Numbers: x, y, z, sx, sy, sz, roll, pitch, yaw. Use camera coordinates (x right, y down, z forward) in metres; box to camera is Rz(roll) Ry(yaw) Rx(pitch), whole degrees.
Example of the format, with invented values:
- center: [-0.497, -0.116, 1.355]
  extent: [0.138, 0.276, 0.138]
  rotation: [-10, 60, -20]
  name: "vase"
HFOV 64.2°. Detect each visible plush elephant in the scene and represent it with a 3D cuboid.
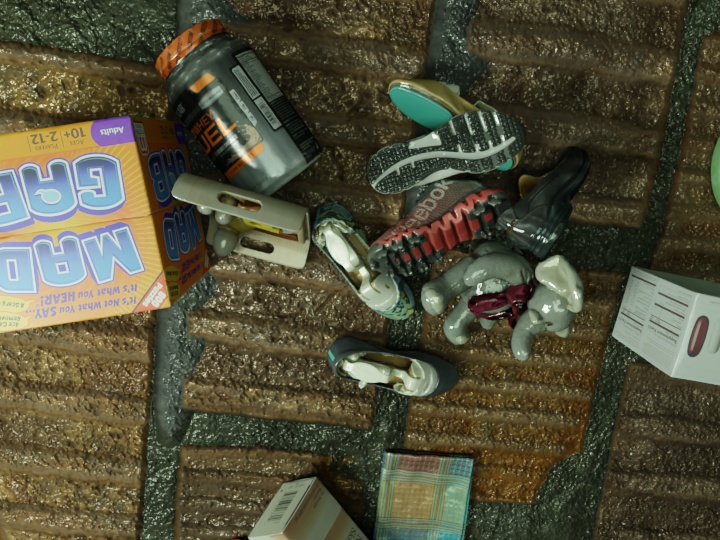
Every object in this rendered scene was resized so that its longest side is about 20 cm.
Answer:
- center: [0.205, 0.042, 0.746]
  extent: [0.200, 0.165, 0.155]
  rotation: [-43, 56, -9]
  name: "plush elephant"

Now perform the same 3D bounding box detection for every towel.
- center: [0.095, 0.377, 0.889]
  extent: [0.145, 0.022, 0.203]
  rotation: [5, 102, -4]
  name: "towel"

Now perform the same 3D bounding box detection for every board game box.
- center: [-0.315, -0.064, 0.683]
  extent: [0.197, 0.200, 0.202]
  rotation: [-8, 102, -1]
  name: "board game box"

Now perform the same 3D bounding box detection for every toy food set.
- center: [-0.137, -0.048, 0.700]
  extent: [0.142, 0.200, 0.061]
  rotation: [15, 79, -1]
  name: "toy food set"

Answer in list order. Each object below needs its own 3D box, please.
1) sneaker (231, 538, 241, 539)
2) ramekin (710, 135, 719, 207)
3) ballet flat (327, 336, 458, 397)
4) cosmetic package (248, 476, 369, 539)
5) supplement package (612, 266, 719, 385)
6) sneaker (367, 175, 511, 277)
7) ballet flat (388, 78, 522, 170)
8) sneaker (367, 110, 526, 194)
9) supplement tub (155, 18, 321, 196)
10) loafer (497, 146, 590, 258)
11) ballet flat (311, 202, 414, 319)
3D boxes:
- center: [-0.156, 0.473, 0.874]
  extent: [0.199, 0.067, 0.109]
  rotation: [3, 105, -1]
  name: "sneaker"
- center: [0.592, -0.141, 0.762]
  extent: [0.197, 0.098, 0.203]
  rotation: [-1, 102, -3]
  name: "ramekin"
- center: [0.048, 0.146, 0.814]
  extent: [0.198, 0.073, 0.074]
  rotation: [16, 101, -6]
  name: "ballet flat"
- center: [-0.054, 0.414, 0.837]
  extent: [0.087, 0.104, 0.201]
  rotation: [-26, 107, 39]
  name: "cosmetic package"
- center: [0.482, 0.080, 0.775]
  extent: [0.198, 0.156, 0.112]
  rotation: [10, 102, -5]
  name: "supplement package"
- center: [0.094, -0.064, 0.758]
  extent: [0.199, 0.098, 0.071]
  rotation: [-27, 137, 0]
  name: "sneaker"
- center: [0.129, -0.204, 0.754]
  extent: [0.199, 0.069, 0.063]
  rotation: [31, 71, -11]
  name: "ballet flat"
- center: [0.108, -0.152, 0.725]
  extent: [0.198, 0.080, 0.075]
  rotation: [-11, 100, 20]
  name: "sneaker"
- center: [-0.149, -0.191, 0.704]
  extent: [0.122, 0.123, 0.201]
  rotation: [-36, 101, 5]
  name: "supplement tub"
- center: [0.236, -0.104, 0.726]
  extent: [0.072, 0.200, 0.073]
  rotation: [29, 139, 8]
  name: "loafer"
- center: [0.000, 0.000, 0.779]
  extent: [0.074, 0.074, 0.200]
  rotation: [-40, 100, 6]
  name: "ballet flat"
